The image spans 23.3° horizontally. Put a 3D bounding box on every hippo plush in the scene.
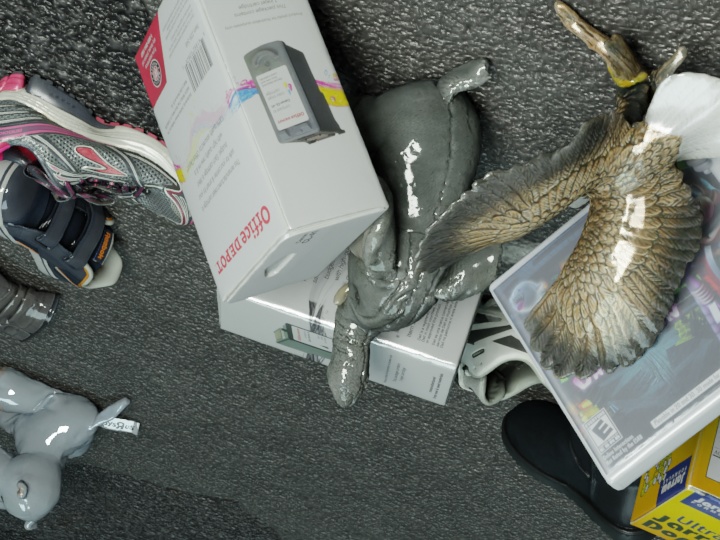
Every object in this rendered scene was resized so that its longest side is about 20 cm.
[{"bbox_3d":[-0.382,0.228,2.076,0.198,0.162,0.160,15,153,11],"label":"hippo plush"}]

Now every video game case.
[{"bbox_3d":[0.201,0.015,1.149,0.200,0.182,0.023,-40,141,13],"label":"video game case"}]

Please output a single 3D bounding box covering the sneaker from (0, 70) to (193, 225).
[{"bbox_3d":[-0.228,-0.087,1.475,0.199,0.075,0.081,26,153,-12],"label":"sneaker"}]

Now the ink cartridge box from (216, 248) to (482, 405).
[{"bbox_3d":[0.000,0.000,1.398,0.198,0.147,0.084,19,155,5],"label":"ink cartridge box"}]

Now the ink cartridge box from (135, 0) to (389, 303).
[{"bbox_3d":[-0.073,-0.099,1.203,0.085,0.202,0.148,-17,168,-27],"label":"ink cartridge box"}]

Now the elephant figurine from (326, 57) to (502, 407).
[{"bbox_3d":[0.034,-0.023,1.248,0.140,0.202,0.155,-5,155,8],"label":"elephant figurine"}]

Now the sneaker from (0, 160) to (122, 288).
[{"bbox_3d":[-0.272,-0.043,1.588,0.079,0.079,0.200,17,165,17],"label":"sneaker"}]

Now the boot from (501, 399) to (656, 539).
[{"bbox_3d":[0.206,0.131,1.575,0.200,0.076,0.169,41,144,41],"label":"boot"}]

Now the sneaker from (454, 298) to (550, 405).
[{"bbox_3d":[0.099,0.072,1.531,0.199,0.089,0.074,-2,147,41],"label":"sneaker"}]

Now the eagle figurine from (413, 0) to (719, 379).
[{"bbox_3d":[0.148,-0.046,1.124,0.151,0.201,0.151,24,161,22],"label":"eagle figurine"}]

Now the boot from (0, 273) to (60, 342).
[{"bbox_3d":[-0.413,0.041,1.860,0.131,0.070,0.199,30,157,-29],"label":"boot"}]

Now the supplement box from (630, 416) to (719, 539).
[{"bbox_3d":[0.297,0.112,1.334,0.108,0.201,0.110,23,153,-6],"label":"supplement box"}]
